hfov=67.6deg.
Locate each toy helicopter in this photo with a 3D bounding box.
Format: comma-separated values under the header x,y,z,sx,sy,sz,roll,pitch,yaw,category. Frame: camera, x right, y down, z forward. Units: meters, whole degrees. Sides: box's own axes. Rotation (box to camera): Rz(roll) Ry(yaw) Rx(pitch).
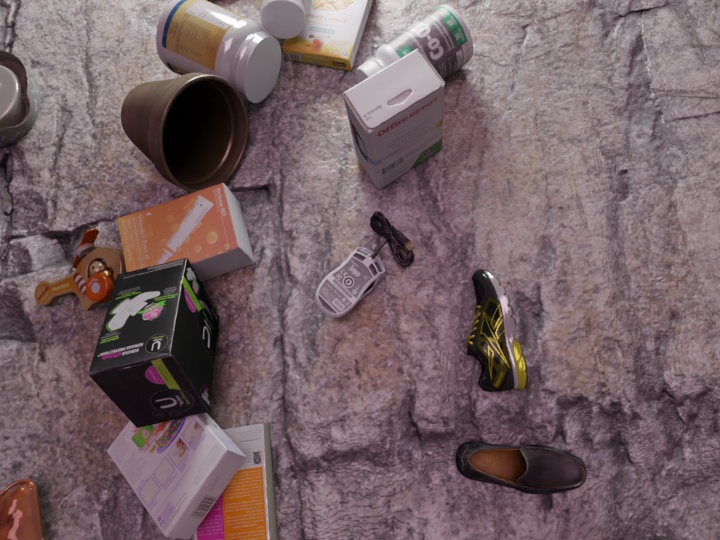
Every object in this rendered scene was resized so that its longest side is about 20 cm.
x,y,z,sx,sy,sz,roll,pitch,yaw,category
-0.506,0.010,0.967,0.197,0.079,0.135,-17,80,14,toy helicopter

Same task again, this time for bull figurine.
x,y,z,sx,sy,sz,roll,pitch,yaw,category
-0.551,0.444,0.857,0.119,0.065,0.204,-14,73,-1,bull figurine

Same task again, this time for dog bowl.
x,y,z,sx,sy,sz,roll,pitch,yaw,category
-0.746,-0.342,1.090,0.196,0.059,0.204,-1,75,5,dog bowl

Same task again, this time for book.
x,y,z,sx,sy,sz,roll,pitch,yaw,category
-0.204,0.357,0.857,0.131,0.048,0.204,-9,74,7,book

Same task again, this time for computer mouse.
x,y,z,sx,sy,sz,roll,pitch,yaw,category
0.000,0.000,0.932,0.110,0.044,0.200,43,78,10,computer mouse

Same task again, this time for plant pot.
x,y,z,sx,sy,sz,roll,pitch,yaw,category
-0.332,-0.264,0.973,0.172,0.200,0.202,24,78,28,plant pot

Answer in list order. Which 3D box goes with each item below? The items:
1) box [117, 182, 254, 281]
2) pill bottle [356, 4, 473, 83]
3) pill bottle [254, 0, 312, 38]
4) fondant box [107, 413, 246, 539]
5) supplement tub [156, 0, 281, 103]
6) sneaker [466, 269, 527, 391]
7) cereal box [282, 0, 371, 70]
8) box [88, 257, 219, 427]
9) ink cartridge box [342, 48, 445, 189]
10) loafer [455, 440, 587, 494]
x,y,z,sx,sy,sz,roll,pitch,yaw,category
-0.304,-0.050,0.946,0.196,0.098,0.126,-19,74,0,box
0.097,-0.380,0.984,0.199,0.113,0.114,-36,74,-4,pill bottle
-0.146,-0.549,1.021,0.110,0.113,0.204,-5,67,4,pill bottle
-0.290,0.287,0.842,0.199,0.058,0.145,31,80,34,fondant box
-0.264,-0.414,1.014,0.198,0.145,0.146,27,79,12,supplement tub
0.206,0.098,0.866,0.083,0.075,0.204,-14,74,2,sneaker
-0.059,-0.505,1.070,0.141,0.040,0.204,12,77,11,cereal box
-0.309,0.110,0.840,0.122,0.150,0.202,-12,43,3,box
0.061,-0.246,0.907,0.144,0.200,0.088,-32,74,-3,ink cartridge box
0.244,0.299,0.809,0.196,0.072,0.074,1,74,5,loafer
